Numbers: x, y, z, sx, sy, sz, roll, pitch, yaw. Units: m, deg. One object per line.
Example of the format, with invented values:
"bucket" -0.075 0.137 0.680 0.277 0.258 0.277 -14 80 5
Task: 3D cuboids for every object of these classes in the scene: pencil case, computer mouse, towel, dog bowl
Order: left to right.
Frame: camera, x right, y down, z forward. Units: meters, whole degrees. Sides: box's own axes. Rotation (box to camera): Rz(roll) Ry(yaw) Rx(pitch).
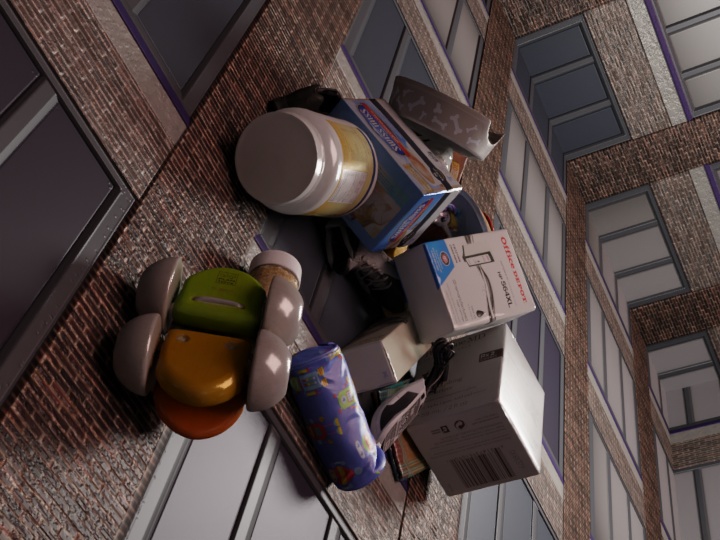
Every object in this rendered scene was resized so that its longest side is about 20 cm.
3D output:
"pencil case" -0.030 0.190 1.446 0.087 0.078 0.200 -32 106 -38
"computer mouse" 0.068 0.192 1.645 0.200 0.044 0.110 -43 157 -35
"towel" 0.081 0.248 1.750 0.200 0.022 0.147 -2 74 -68
"dog bowl" 0.131 -0.239 1.758 0.059 0.200 0.200 -63 153 2

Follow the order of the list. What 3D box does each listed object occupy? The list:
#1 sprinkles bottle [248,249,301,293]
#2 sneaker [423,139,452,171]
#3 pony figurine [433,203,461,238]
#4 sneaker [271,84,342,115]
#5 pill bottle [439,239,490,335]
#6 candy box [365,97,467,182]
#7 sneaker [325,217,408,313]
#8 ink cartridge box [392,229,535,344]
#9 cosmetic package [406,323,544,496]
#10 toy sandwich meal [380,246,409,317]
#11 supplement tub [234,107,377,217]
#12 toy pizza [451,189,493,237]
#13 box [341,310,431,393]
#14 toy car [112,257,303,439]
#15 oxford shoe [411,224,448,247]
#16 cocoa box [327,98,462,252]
"sprinkles bottle" -0.116 0.066 1.352 0.068 0.068 0.200 54 28 -38
"sneaker" 0.086 -0.112 1.765 0.075 0.200 0.100 19 34 -6
"pony figurine" 0.090 -0.151 1.945 0.200 0.166 0.193 7 64 -43
"sneaker" -0.056 -0.239 1.703 0.076 0.091 0.200 67 19 10
"pill bottle" 0.176 0.036 1.927 0.112 0.112 0.200 57 0 -34
"candy box" 0.076 -0.197 1.850 0.200 0.056 0.117 25 52 -5
"sneaker" 0.000 0.000 1.698 0.200 0.075 0.116 57 29 -11
"ink cartridge box" 0.166 0.022 1.740 0.200 0.084 0.146 -12 79 -42
"cosmetic package" 0.190 0.225 1.780 0.165 0.165 0.200 59 25 -26
"toy sandwich meal" 0.084 0.028 1.864 0.205 0.070 0.205 50 31 -44
"supplement tub" -0.074 -0.148 1.518 0.200 0.144 0.145 -2 75 -67
"toy pizza" 0.209 -0.054 2.006 0.200 0.032 0.201 164 -90 -76
"box" 0.038 0.121 1.668 0.068 0.082 0.200 71 20 -5
"toy car" -0.157 0.089 1.152 0.200 0.175 0.150 -82 -179 -49
"oxford shoe" 0.134 -0.040 2.070 0.074 0.071 0.200 -114 -178 -74
"cocoa box" 0.025 -0.147 1.663 0.200 0.133 0.131 51 28 15
